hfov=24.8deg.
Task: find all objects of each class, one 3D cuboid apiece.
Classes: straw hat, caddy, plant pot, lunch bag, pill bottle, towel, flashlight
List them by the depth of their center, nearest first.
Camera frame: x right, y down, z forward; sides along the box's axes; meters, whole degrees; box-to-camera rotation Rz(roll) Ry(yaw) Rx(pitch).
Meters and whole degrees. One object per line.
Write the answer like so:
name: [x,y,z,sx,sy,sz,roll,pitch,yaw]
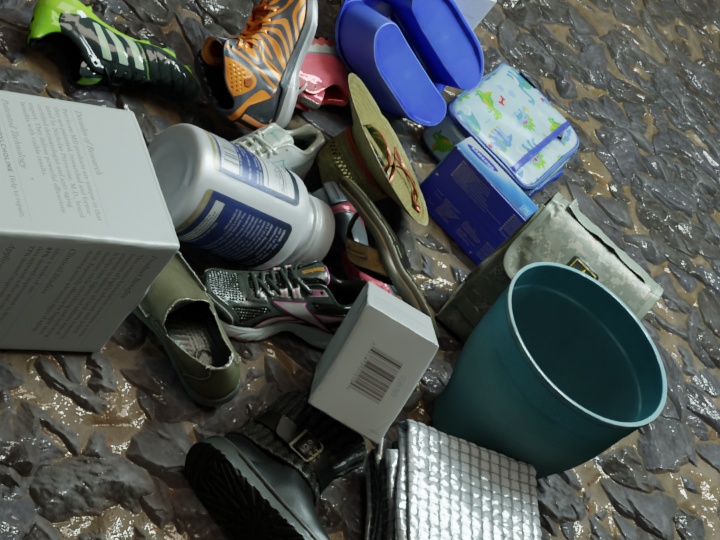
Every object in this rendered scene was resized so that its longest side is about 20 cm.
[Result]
towel: [0.085,0.257,1.569,0.165,0.086,0.200,22,43,-23]
pill bottle: [-0.123,-0.065,1.663,0.200,0.111,0.111,24,39,-41]
plant pot: [0.180,0.127,1.692,0.200,0.188,0.200,24,40,-22]
flashlight: [0.000,0.000,1.759,0.068,0.068,0.200,-13,62,-29]
lunch bag: [0.213,0.029,1.810,0.164,0.200,0.118,43,36,0]
straw hat: [-0.003,-0.116,1.850,0.201,0.085,0.201,59,14,-24]
caddy: [0.055,-0.269,1.967,0.105,0.141,0.200,32,-17,50]
lunch bag: [0.184,-0.166,2.080,0.161,0.082,0.200,49,38,4]

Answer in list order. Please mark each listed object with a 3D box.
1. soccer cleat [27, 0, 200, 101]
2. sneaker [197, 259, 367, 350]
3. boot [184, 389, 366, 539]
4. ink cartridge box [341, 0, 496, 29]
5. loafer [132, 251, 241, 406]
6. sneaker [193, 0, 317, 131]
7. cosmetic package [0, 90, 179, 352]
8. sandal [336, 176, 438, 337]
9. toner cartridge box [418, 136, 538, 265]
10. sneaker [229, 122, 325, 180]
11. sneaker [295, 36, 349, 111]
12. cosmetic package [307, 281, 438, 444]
soccer cleat: [-0.265,-0.222,1.752,0.200,0.067,0.081,29,62,-23]
sneaker: [-0.072,0.020,1.657,0.200,0.086,0.080,8,47,-36]
boot: [-0.045,0.210,1.499,0.158,0.079,0.211,-20,67,-50]
ink cartridge box: [0.079,-0.349,2.062,0.125,0.200,0.129,24,41,-22]
loafer: [-0.170,0.032,1.554,0.075,0.070,0.200,-30,75,-26]
sneaker: [-0.116,-0.257,1.798,0.112,0.078,0.200,18,73,-39]
cosmetic package: [-0.300,-0.041,1.445,0.200,0.167,0.167,5,50,-40]
sandal: [0.019,-0.008,1.704,0.200,0.055,0.082,63,5,9]
toner cartridge box: [0.162,-0.052,1.933,0.200,0.095,0.043,48,36,6]
sneaker: [-0.119,-0.123,1.764,0.200,0.080,0.070,-19,69,-48]
sneaker: [-0.080,-0.226,1.905,0.200,0.074,0.087,-8,60,-46]
cosmetic package: [0.012,0.084,1.563,0.081,0.113,0.200,31,3,-4]
